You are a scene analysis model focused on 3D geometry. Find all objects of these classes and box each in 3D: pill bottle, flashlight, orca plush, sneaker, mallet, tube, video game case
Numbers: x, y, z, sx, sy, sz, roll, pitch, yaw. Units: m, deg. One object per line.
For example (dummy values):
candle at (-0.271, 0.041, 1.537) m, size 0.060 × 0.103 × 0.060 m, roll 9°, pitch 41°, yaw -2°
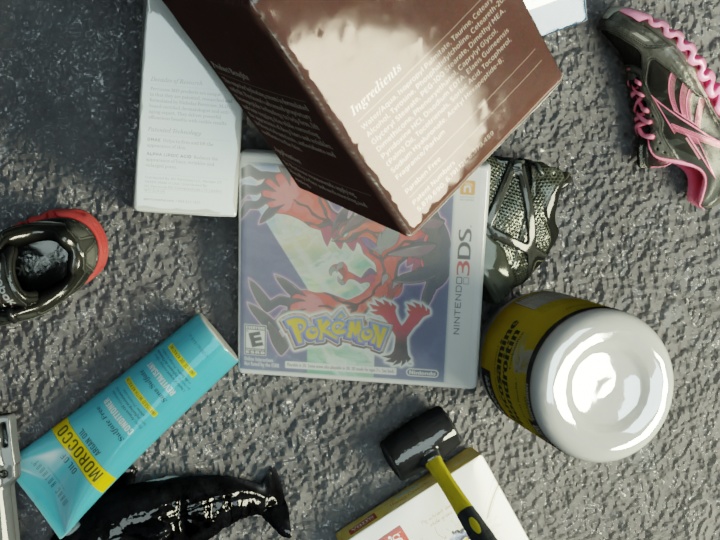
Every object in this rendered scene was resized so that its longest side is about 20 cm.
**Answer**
pill bottle at (0.157, 0.076, 0.949) m, size 0.110 × 0.200 × 0.114 m, roll -1°, pitch 94°, yaw -11°
flashlight at (-0.298, 0.216, 0.941) m, size 0.067 × 0.068 × 0.203 m, roll -8°, pitch 93°, yaw -35°
orca plush at (-0.152, 0.215, 0.963) m, size 0.197 × 0.071 × 0.107 m, roll 1°, pitch 94°, yaw -12°
sneaker at (0.263, -0.135, 1.026) m, size 0.095 × 0.079 × 0.200 m, roll -42°, pitch 100°, yaw 6°
mallet at (0.072, 0.192, 0.955) m, size 0.065 × 0.201 × 0.041 m, roll -26°, pitch 131°, yaw 1°
sneaker at (0.097, -0.084, 0.992) m, size 0.114 × 0.076 × 0.201 m, roll -36°, pitch 98°, yaw -14°
tube at (-0.188, 0.118, 0.963) m, size 0.200 × 0.050 × 0.078 m, roll -42°, pitch 72°, yaw -3°
video game case at (0.000, 0.000, 0.958) m, size 0.197 × 0.023 × 0.185 m, roll 3°, pitch 105°, yaw 6°
sneaker at (-0.287, 0.012, 0.907) m, size 0.198 × 0.098 × 0.072 m, roll -24°, pitch 100°, yaw -7°

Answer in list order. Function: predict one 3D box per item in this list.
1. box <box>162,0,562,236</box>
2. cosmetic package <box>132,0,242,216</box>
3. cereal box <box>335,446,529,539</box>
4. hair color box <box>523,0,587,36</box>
box at (-0.001, -0.163, 0.818) m, size 0.164 × 0.165 × 0.201 m, roll -44°, pitch 124°, yaw -12°
cosmetic package at (-0.131, -0.144, 0.921) m, size 0.080 × 0.113 × 0.203 m, roll 2°, pitch 92°, yaw -12°
cereal box at (0.087, 0.275, 1.032) m, size 0.143 × 0.040 × 0.201 m, roll -31°, pitch 100°, yaw -8°
hair color box at (0.095, -0.258, 0.902) m, size 0.060 × 0.200 × 0.101 m, roll -20°, pitch 126°, yaw -9°
